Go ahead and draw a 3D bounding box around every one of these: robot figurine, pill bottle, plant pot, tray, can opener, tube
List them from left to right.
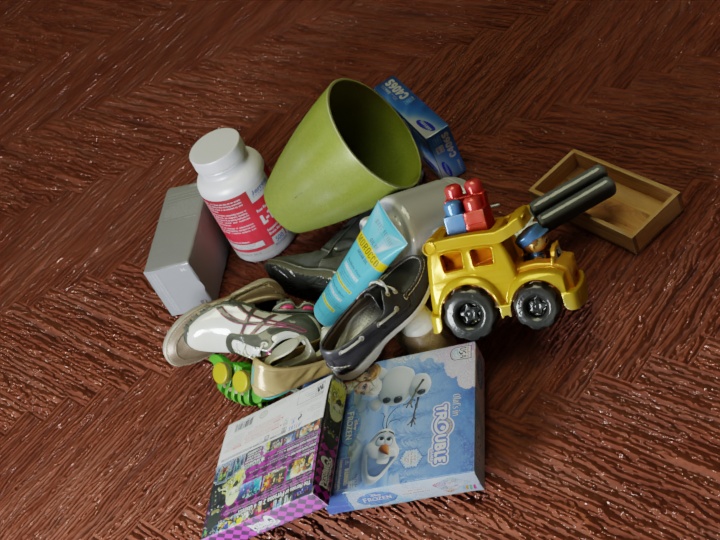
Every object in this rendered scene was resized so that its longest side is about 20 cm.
[{"bbox_3d":[-0.185,-0.119,1.824,0.111,0.201,0.113,-16,41,14],"label":"pill bottle"},{"bbox_3d":[-0.046,-0.147,1.717,0.200,0.187,0.188,-36,32,32],"label":"plant pot"},{"bbox_3d":[0.000,0.000,1.597,0.050,0.200,0.078,-13,58,-43],"label":"tube"},{"bbox_3d":[0.098,-0.065,1.651,0.199,0.114,0.169,-19,21,-25],"label":"robot figurine"},{"bbox_3d":[0.257,-0.073,1.605,0.199,0.066,0.053,-33,49,10],"label":"can opener"},{"bbox_3d":[0.340,-0.099,1.633,0.099,0.037,0.200,-41,41,-15],"label":"tray"}]

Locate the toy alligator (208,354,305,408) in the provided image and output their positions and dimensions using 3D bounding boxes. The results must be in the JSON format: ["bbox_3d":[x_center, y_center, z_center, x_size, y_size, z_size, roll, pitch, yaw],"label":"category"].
[{"bbox_3d":[-0.143,0.165,1.616,0.199,0.059,0.055,17,100,39],"label":"toy alligator"}]

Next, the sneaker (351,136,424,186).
[{"bbox_3d":[-0.009,-0.182,1.846,0.198,0.130,0.080,2,46,31],"label":"sneaker"}]

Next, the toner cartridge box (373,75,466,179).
[{"bbox_3d":[0.093,-0.227,1.865,0.043,0.095,0.200,-33,39,-5],"label":"toner cartridge box"}]

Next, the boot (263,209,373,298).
[{"bbox_3d":[-0.028,-0.047,1.761,0.181,0.073,0.201,11,55,38],"label":"boot"}]

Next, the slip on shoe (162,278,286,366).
[{"bbox_3d":[-0.197,0.081,1.718,0.199,0.076,0.061,-27,27,-10],"label":"slip on shoe"}]

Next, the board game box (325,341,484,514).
[{"bbox_3d":[0.054,0.193,1.449,0.198,0.044,0.201,-13,43,17],"label":"board game box"}]

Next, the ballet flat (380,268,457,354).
[{"bbox_3d":[0.063,0.053,1.599,0.068,0.073,0.200,-32,40,-5],"label":"ballet flat"}]

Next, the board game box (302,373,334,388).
[{"bbox_3d":[0.005,0.172,1.547,0.199,0.019,0.103,3,50,32],"label":"board game box"}]

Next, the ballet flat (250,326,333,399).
[{"bbox_3d":[-0.056,0.111,1.563,0.199,0.063,0.069,-22,30,-28],"label":"ballet flat"}]

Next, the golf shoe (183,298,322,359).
[{"bbox_3d":[-0.151,0.091,1.643,0.198,0.078,0.088,-6,41,-1],"label":"golf shoe"}]

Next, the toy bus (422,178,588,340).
[{"bbox_3d":[0.178,-0.024,1.500,0.198,0.194,0.136,-9,10,18],"label":"toy bus"}]

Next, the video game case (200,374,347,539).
[{"bbox_3d":[-0.108,0.242,1.473,0.199,0.036,0.182,-29,34,32],"label":"video game case"}]

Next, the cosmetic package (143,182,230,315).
[{"bbox_3d":[-0.268,-0.038,1.860,0.090,0.107,0.201,-10,41,19],"label":"cosmetic package"}]

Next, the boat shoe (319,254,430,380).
[{"bbox_3d":[0.021,0.050,1.528,0.200,0.060,0.074,-48,43,-13],"label":"boat shoe"}]
